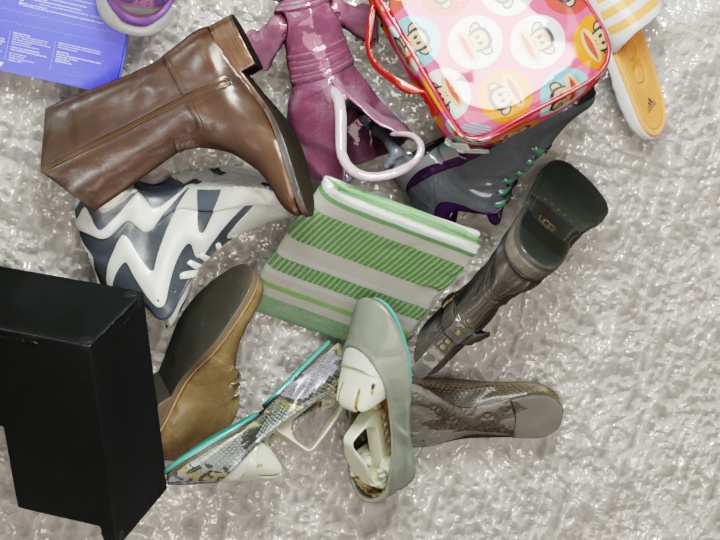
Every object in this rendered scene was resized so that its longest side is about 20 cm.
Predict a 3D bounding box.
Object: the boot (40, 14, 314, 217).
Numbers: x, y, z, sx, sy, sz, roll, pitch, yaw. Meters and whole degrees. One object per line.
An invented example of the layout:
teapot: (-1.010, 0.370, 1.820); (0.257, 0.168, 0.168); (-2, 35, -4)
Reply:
boot: (-0.153, -0.087, 1.621); (0.199, 0.064, 0.188); (-27, 76, 8)

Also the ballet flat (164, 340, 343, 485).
ballet flat: (-0.076, 0.141, 1.726); (0.200, 0.072, 0.072); (-37, 109, -23)

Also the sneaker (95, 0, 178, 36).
sneaker: (-0.168, -0.295, 1.600); (0.080, 0.088, 0.202); (4, 83, -11)

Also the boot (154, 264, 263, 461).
boot: (-0.130, 0.083, 1.740); (0.075, 0.074, 0.201); (24, 111, -26)

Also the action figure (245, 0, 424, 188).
action figure: (-0.039, -0.165, 1.641); (0.133, 0.149, 0.202); (-21, 101, -2)

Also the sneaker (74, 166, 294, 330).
sneaker: (-0.142, -0.015, 1.703); (0.197, 0.080, 0.131); (-6, 107, -7)

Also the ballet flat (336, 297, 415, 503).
ballet flat: (0.010, 0.119, 1.715); (0.064, 0.067, 0.201); (-34, 132, -33)

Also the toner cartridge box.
toner cartridge box: (-0.290, -0.214, 1.646); (0.198, 0.043, 0.096); (12, 102, -12)

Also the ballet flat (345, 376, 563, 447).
ballet flat: (0.085, 0.122, 1.796); (0.198, 0.046, 0.068); (0, 113, -3)

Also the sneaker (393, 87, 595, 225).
sneaker: (0.127, -0.094, 1.697); (0.199, 0.074, 0.088); (-25, 97, 31)

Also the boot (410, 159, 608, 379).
boot: (0.122, 0.000, 1.735); (0.069, 0.200, 0.174); (44, 127, 2)

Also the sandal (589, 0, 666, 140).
sandal: (0.237, -0.211, 1.705); (0.059, 0.079, 0.208); (-8, 120, 37)

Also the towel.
towel: (0.000, 0.000, 1.693); (0.151, 0.024, 0.200); (19, 145, -12)

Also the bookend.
bookend: (-0.278, 0.110, 1.686); (0.197, 0.092, 0.202); (9, 121, 23)

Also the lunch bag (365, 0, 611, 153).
lunch bag: (0.088, -0.202, 1.595); (0.175, 0.082, 0.201); (-28, 86, -2)
